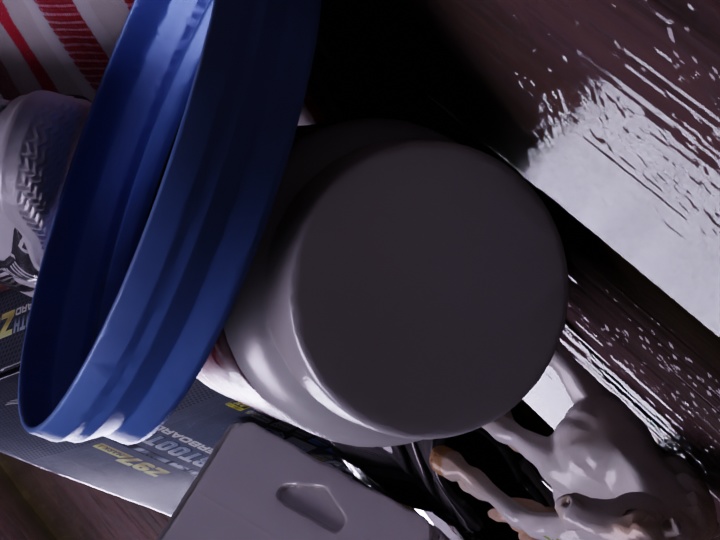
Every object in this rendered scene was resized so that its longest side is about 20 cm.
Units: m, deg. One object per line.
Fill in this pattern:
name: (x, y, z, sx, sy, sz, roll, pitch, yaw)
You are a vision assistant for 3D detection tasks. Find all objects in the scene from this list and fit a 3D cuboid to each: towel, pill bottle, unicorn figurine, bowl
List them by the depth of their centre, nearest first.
bowl: (-0.067, -0.034, 0.734, 0.039, 0.201, 0.201, 19, 179, -16)
pill bottle: (-0.006, 0.003, 0.769, 0.114, 0.114, 0.200, 53, 168, -12)
unicorn figurine: (0.084, 0.080, 0.818, 0.137, 0.074, 0.200, 36, 179, 25)
towel: (-0.109, -0.093, 0.886, 0.199, 0.023, 0.144, 6, 145, 32)

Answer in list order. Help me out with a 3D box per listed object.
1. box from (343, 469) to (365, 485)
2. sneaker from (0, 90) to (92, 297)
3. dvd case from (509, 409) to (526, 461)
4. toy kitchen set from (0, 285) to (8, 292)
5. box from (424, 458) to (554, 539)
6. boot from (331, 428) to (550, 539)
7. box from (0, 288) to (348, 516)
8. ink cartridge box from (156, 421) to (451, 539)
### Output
box: (-0.074, 0.071, 1.333, 0.200, 0.049, 0.161, 29, -172, -41)
sneaker: (-0.175, -0.041, 0.895, 0.115, 0.075, 0.200, 18, 168, -6)
dvd case: (0.000, 0.000, 1.022, 0.200, 0.018, 0.143, 54, 170, -18)
toy kitchen set: (-0.187, -0.062, 1.164, 0.200, 0.180, 0.163, 44, 167, 48)
box: (0.082, 0.147, 1.148, 0.145, 0.036, 0.200, 53, 171, -15)
boot: (0.010, 0.054, 0.969, 0.200, 0.070, 0.132, 44, 172, -32)
box: (-0.105, 0.063, 1.070, 0.157, 0.051, 0.200, -20, 146, 37)
ink cartridge box: (0.013, 0.173, 1.050, 0.146, 0.086, 0.200, 25, 167, 41)
